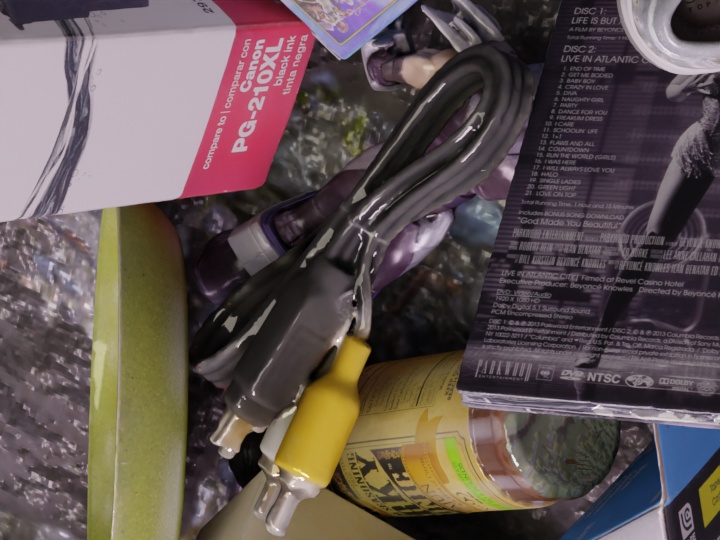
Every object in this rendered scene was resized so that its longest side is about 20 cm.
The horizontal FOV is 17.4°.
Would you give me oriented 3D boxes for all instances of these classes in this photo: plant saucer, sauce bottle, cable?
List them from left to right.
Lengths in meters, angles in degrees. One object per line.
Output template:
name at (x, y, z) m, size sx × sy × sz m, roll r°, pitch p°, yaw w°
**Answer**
plant saucer at (-0.092, 0.060, 0.972) m, size 0.031 × 0.200 × 0.201 m, roll 2°, pitch 113°, yaw -9°
cable at (0.000, 0.000, 0.897) m, size 0.050 × 0.097 × 0.200 m, roll 31°, pitch 98°, yaw -32°
sauce bottle at (0.018, 0.068, 0.946) m, size 0.200 × 0.065 × 0.065 m, roll -14°, pitch 103°, yaw 54°

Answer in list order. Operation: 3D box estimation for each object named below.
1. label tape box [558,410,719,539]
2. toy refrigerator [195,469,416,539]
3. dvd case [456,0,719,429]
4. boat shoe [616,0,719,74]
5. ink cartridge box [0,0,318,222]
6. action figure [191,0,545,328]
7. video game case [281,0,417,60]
label tape box at (0.123, 0.115, 0.891) m, size 0.063 × 0.144 × 0.201 m, roll -4°, pitch 106°, yaw 30°
toy refrigerator at (0.025, 0.160, 0.957) m, size 0.200 × 0.070 × 0.076 m, roll 31°, pitch 141°, yaw -10°
dvd case at (0.126, -0.036, 0.823) m, size 0.148 × 0.201 × 0.016 m, roll 3°, pitch 151°, yaw 25°
boat shoe at (0.183, -0.120, 0.783) m, size 0.201 × 0.065 × 0.075 m, roll -22°, pitch 101°, yaw 1°
ink cartridge box at (-0.141, -0.092, 0.893) m, size 0.145 × 0.200 × 0.085 m, roll 42°, pitch 124°, yaw 33°
action figure at (0.021, -0.034, 0.936) m, size 0.200 × 0.069 × 0.130 m, roll -35°, pitch 84°, yaw 28°
video game case at (-0.009, -0.189, 0.818) m, size 0.181 × 0.045 × 0.200 m, roll 43°, pitch 138°, yaw -12°
